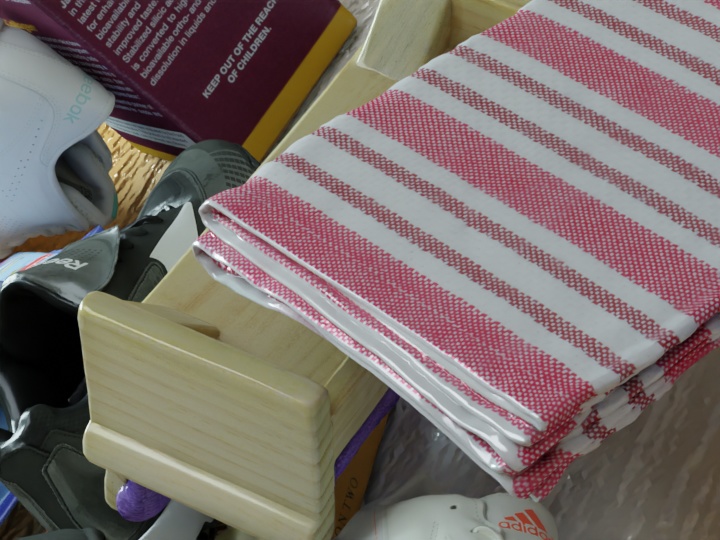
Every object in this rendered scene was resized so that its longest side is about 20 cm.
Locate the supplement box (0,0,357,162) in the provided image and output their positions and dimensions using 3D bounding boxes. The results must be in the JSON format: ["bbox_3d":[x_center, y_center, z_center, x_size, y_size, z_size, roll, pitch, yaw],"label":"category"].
[{"bbox_3d":[-0.114,-0.133,1.103,0.086,0.200,0.110,-55,28,-10],"label":"supplement box"}]

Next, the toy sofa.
[{"bbox_3d":[0.000,0.000,0.855,0.082,0.098,0.200,21,48,21],"label":"toy sofa"}]

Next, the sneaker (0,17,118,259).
[{"bbox_3d":[-0.145,-0.034,1.153,0.200,0.088,0.076,115,174,-66],"label":"sneaker"}]

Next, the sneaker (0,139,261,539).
[{"bbox_3d":[-0.078,0.013,0.926,0.066,0.090,0.201,-27,34,34],"label":"sneaker"}]

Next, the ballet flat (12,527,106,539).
[{"bbox_3d":[-0.042,0.137,0.781,0.068,0.068,0.200,-23,51,-34],"label":"ballet flat"}]

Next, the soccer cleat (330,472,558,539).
[{"bbox_3d":[0.038,0.099,0.747,0.078,0.069,0.200,-52,25,-12],"label":"soccer cleat"}]

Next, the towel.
[{"bbox_3d":[0.070,-0.024,0.772,0.200,0.030,0.146,-32,45,-26],"label":"towel"}]

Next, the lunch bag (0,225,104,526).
[{"bbox_3d":[-0.161,0.060,1.063,0.200,0.094,0.150,-45,13,-17],"label":"lunch bag"}]

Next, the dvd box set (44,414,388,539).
[{"bbox_3d":[-0.064,0.107,0.919,0.146,0.029,0.201,-22,38,41],"label":"dvd box set"}]
